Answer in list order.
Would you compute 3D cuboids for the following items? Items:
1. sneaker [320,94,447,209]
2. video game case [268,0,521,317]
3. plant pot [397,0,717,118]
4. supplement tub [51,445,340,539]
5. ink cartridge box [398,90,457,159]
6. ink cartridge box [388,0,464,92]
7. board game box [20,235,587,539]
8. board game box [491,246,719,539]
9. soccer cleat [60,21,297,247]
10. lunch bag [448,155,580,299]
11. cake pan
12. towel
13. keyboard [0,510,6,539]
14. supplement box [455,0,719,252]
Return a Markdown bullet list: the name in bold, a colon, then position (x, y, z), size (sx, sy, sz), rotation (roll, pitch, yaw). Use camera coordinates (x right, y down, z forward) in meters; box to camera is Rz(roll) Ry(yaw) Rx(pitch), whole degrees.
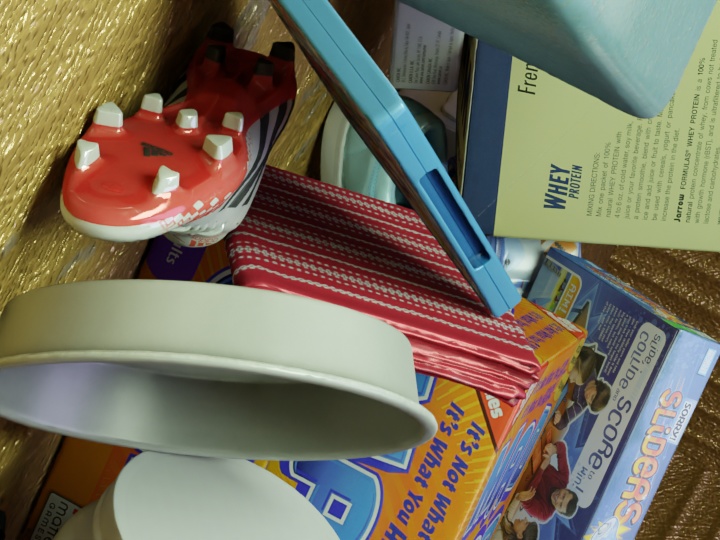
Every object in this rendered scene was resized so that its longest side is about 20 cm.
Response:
- **sneaker**: position (0.023, -0.005, 1.516), size (0.074, 0.082, 0.202), rotation (-23, 117, -35)
- **video game case**: position (0.004, -0.071, 1.122), size (0.018, 0.143, 0.200), rotation (-35, 151, 0)
- **plant pot**: position (0.068, -0.206, 1.133), size (0.197, 0.195, 0.200), rotation (-64, 161, 4)
- **supplement tub**: position (-0.099, 0.194, 1.192), size (0.201, 0.144, 0.144), rotation (-58, 174, 30)
- **ink cartridge box**: position (0.070, -0.025, 1.709), size (0.145, 0.144, 0.201), rotation (-56, 168, -63)
- **ink cartridge box**: position (0.044, -0.218, 1.387), size (0.200, 0.043, 0.175), rotation (94, -1, -66)
- **board game box**: position (-0.023, 0.085, 1.345), size (0.201, 0.199, 0.200), rotation (-65, 170, 9)
- **board game box**: position (0.110, 0.103, 1.428), size (0.135, 0.034, 0.201), rotation (37, -75, 55)
- **soccer cleat**: position (-0.077, -0.040, 1.118), size (0.200, 0.068, 0.086), rotation (-56, 161, -62)
- **lunch bag**: position (0.078, 0.038, 1.567), size (0.160, 0.075, 0.202), rotation (-120, -144, -65)
- **cake pan**: position (-0.066, 0.043, 1.074), size (0.200, 0.198, 0.037), rotation (79, 15, -75)
- **towel**: position (0.000, 0.000, 1.208), size (0.200, 0.144, 0.023), rotation (-111, -139, -68)
- **keyboard**: position (-0.204, 0.198, 1.147), size (0.200, 0.039, 0.105), rotation (-50, 163, -53)
- **supplement box**: position (0.158, -0.130, 1.446), size (0.135, 0.198, 0.201), rotation (-88, -179, -59)
